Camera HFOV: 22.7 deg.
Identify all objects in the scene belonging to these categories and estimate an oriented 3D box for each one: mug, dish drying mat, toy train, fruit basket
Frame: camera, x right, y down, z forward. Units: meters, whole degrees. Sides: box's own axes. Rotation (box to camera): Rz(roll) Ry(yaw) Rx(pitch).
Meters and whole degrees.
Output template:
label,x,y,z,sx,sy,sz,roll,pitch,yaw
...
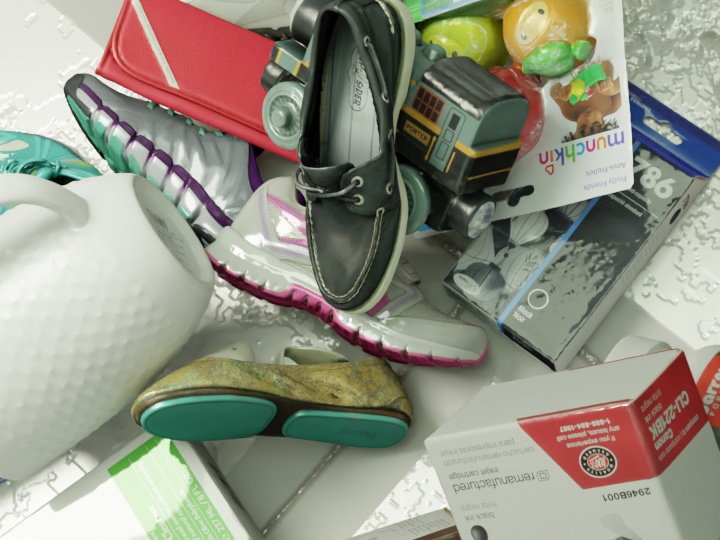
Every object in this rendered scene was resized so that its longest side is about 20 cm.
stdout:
label,x,y,z,sx,sy,sz,roll,pitch,yaw
mug,-0.199,0.012,1.122,0.175,0.200,0.148,-35,49,9
dish drying mat,-0.080,-0.130,1.249,0.199,0.018,0.077,22,70,-10
toy train,0.019,-0.106,1.173,0.200,0.085,0.114,39,119,27
fruit basket,0.096,-0.135,1.199,0.185,0.094,0.201,-12,70,40

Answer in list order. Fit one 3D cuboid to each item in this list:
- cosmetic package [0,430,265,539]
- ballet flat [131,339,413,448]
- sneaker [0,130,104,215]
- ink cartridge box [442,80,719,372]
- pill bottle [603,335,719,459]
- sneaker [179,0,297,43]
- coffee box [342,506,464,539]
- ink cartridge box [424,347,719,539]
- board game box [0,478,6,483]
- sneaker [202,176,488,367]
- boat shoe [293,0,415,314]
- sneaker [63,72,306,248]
label,x,y,z,sx,sy,sz,roll,pitch,yaw
cosmetic package,-0.169,0.200,1.176,0.200,0.085,0.108,-36,70,-3
ballet flat,-0.059,0.077,1.162,0.199,0.071,0.071,6,69,-28
sneaker,-0.220,-0.060,1.266,0.199,0.080,0.078,22,79,31
ink cartridge box,0.154,-0.038,1.210,0.099,0.039,0.200,35,81,20
pill bottle,0.244,0.111,1.090,0.199,0.116,0.116,16,76,29
sneaker,-0.067,-0.183,1.286,0.199,0.074,0.080,-24,74,3
coffee box,-0.018,0.232,1.097,0.199,0.080,0.115,-18,93,-8
ink cartridge box,0.145,0.163,1.052,0.144,0.084,0.201,-14,102,36
board game box,-0.312,0.070,1.268,0.152,0.045,0.200,-33,69,0
sneaker,0.000,0.000,1.187,0.199,0.081,0.089,27,82,-3
boat shoe,-0.010,-0.073,1.108,0.074,0.066,0.201,14,98,32
sneaker,-0.120,-0.082,1.272,0.200,0.074,0.088,44,75,10
